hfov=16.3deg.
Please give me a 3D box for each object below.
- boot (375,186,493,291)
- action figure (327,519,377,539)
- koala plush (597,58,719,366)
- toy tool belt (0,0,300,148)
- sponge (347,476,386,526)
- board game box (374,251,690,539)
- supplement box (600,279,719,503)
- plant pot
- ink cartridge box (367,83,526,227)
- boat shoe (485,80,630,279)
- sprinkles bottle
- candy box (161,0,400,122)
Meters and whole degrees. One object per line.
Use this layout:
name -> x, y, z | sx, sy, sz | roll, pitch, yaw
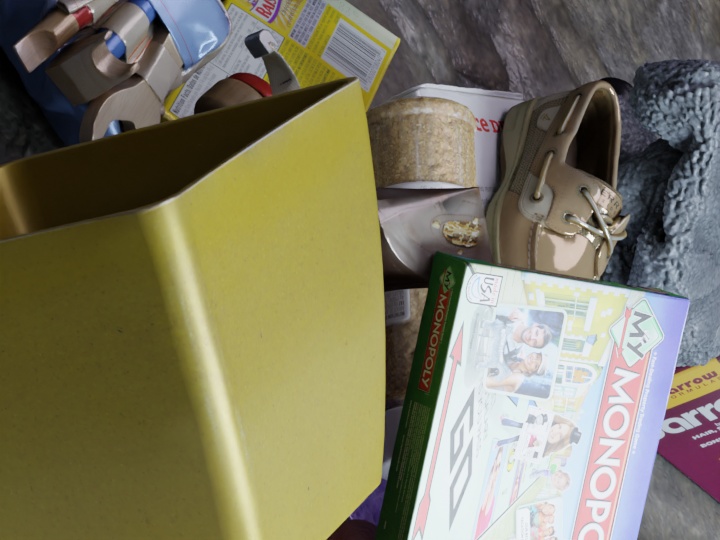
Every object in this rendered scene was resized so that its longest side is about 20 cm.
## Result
boot -> 0.000, 0.000, 1.235 | 0.186, 0.199, 0.065 | 13, 71, -52
action figure -> 0.033, 0.182, 1.215 | 0.200, 0.148, 0.135 | 19, 54, -50
koala plush -> 0.160, -0.050, 1.589 | 0.177, 0.199, 0.185 | 14, 95, -55
toy tool belt -> -0.131, -0.105, 1.216 | 0.123, 0.125, 0.200 | -44, 107, -27
sponge -> 0.021, 0.144, 1.348 | 0.201, 0.030, 0.112 | 63, 29, -5
board game box -> 0.074, 0.100, 1.168 | 0.134, 0.029, 0.201 | 9, 96, -33
supplement box -> 0.261, 0.070, 1.703 | 0.200, 0.130, 0.104 | 37, 40, -41
plant pot -> -0.096, 0.044, 1.075 | 0.200, 0.199, 0.177 | -40, 116, -60
ink cartridge box -> 0.067, 0.002, 1.473 | 0.146, 0.086, 0.201 | 0, 68, -59
boat shoe -> 0.115, -0.032, 1.424 | 0.071, 0.064, 0.201 | 43, 37, -35
sprinkles bottle -> 0.034, 0.010, 1.342 | 0.068, 0.068, 0.201 | 23, 58, -51
candy box -> -0.045, -0.103, 1.391 | 0.102, 0.026, 0.200 | 33, 36, -6
